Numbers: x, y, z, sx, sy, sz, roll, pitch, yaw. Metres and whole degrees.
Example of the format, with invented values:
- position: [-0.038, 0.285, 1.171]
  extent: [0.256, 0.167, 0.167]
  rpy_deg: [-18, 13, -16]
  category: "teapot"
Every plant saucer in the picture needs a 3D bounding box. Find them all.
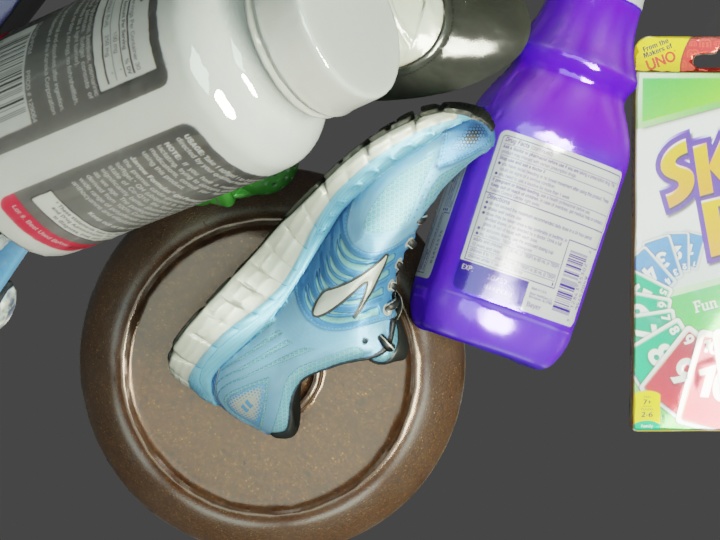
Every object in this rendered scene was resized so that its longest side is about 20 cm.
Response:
- position: [-0.046, 0.048, 1.290]
  extent: [0.199, 0.034, 0.201]
  rpy_deg: [0, 93, 2]
  category: "plant saucer"

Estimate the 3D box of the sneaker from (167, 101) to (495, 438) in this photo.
- position: [0.000, 0.000, 1.234]
  extent: [0.090, 0.078, 0.200]
  rpy_deg: [43, 103, 0]
  category: "sneaker"

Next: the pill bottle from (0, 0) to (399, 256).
- position: [-0.085, -0.086, 1.176]
  extent: [0.199, 0.111, 0.111]
  rpy_deg: [-19, 93, 31]
  category: "pill bottle"

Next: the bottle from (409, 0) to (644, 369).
- position: [0.090, -0.055, 1.259]
  extent: [0.083, 0.065, 0.201]
  rpy_deg: [18, 89, -21]
  category: "bottle"

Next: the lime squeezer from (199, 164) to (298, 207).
- position: [-0.075, -0.065, 1.271]
  extent: [0.199, 0.038, 0.071]
  rpy_deg: [-17, 71, 3]
  category: "lime squeezer"

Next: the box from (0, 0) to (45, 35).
- position: [-0.242, -0.193, 1.259]
  extent: [0.200, 0.079, 0.141]
  rpy_deg: [37, 91, -1]
  category: "box"

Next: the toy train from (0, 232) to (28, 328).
- position: [-0.253, -0.041, 1.244]
  extent: [0.200, 0.087, 0.114]
  rpy_deg: [29, 133, 0]
  category: "toy train"

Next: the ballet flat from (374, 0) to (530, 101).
- position: [-0.019, -0.119, 1.235]
  extent: [0.199, 0.068, 0.068]
  rpy_deg: [-1, 79, 17]
  category: "ballet flat"

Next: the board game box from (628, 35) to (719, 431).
- position: [0.185, -0.019, 1.284]
  extent: [0.095, 0.030, 0.201]
  rpy_deg: [0, 91, 1]
  category: "board game box"
